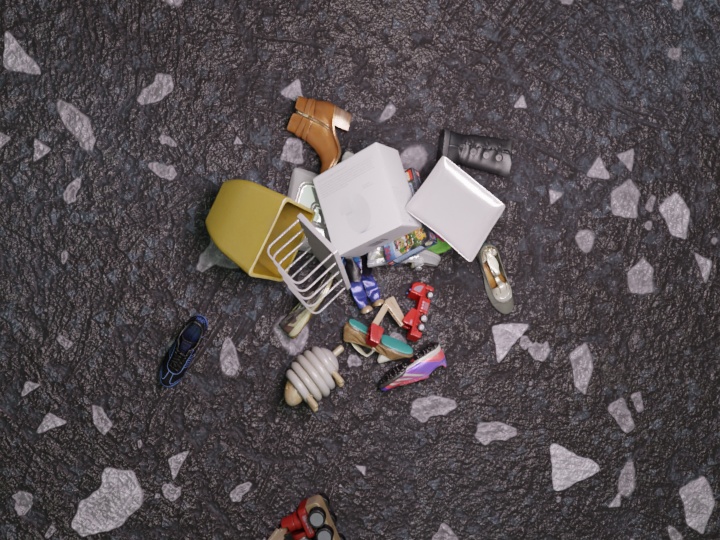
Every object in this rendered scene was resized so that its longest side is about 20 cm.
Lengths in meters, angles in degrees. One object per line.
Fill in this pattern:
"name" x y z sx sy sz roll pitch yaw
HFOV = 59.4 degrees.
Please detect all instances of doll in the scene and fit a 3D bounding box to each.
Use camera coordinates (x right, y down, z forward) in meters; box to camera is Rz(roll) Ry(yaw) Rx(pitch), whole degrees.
"doll" 0.000 0.000 1.637 0.134 0.048 0.205 -25 100 -22

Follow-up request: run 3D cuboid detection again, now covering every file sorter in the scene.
"file sorter" -0.123 -0.006 1.509 0.124 0.201 0.139 -41 66 -11

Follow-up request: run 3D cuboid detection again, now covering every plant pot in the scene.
"plant pot" -0.259 -0.116 1.538 0.197 0.194 0.200 30 94 18

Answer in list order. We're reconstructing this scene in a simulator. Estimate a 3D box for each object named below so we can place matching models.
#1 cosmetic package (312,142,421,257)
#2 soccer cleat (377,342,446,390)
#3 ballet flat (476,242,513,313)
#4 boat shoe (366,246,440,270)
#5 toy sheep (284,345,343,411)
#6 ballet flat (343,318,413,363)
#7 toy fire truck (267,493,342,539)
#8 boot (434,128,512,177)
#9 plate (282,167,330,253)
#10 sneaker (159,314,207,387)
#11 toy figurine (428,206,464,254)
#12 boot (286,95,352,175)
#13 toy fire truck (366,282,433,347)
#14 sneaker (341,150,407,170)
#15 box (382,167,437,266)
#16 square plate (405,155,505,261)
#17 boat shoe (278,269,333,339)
"cosmetic package" 0.015 -0.163 1.514 0.195 0.122 0.206 -23 80 29
"soccer cleat" 0.138 0.270 1.664 0.197 0.068 0.074 -33 103 -5
"ballet flat" 0.360 0.024 1.676 0.066 0.064 0.205 -23 95 -4
"boat shoe" 0.112 -0.029 1.634 0.195 0.074 0.067 8 85 -15
"toy sheep" -0.115 0.266 1.605 0.199 0.138 0.139 -40 96 -18
"ballet flat" 0.040 0.199 1.654 0.195 0.068 0.074 24 110 -6
"toy fire truck" -0.154 0.708 1.631 0.195 0.129 0.181 -23 95 7
"boot" 0.297 -0.273 1.661 0.193 0.066 0.171 9 93 -11
"plate" -0.105 -0.143 1.635 0.194 0.032 0.206 15 90 -7
"sneaker" -0.451 0.205 1.589 0.069 0.078 0.204 27 89 -7
"toy figurine" 0.229 -0.110 1.596 0.194 0.184 0.155 14 91 -7
"boot" -0.117 -0.334 1.602 0.151 0.077 0.206 17 91 -6
"toy fire truck" 0.103 0.114 1.629 0.137 0.049 0.205 21 68 -5
"sneaker" 0.043 -0.270 1.625 0.193 0.073 0.073 6 92 -7
"box" 0.105 -0.133 1.565 0.134 0.037 0.206 -28 63 32
"square plate" 0.224 -0.145 1.494 0.198 0.029 0.200 38 61 1
"boat shoe" -0.138 0.078 1.620 0.064 0.073 0.203 34 87 -10
